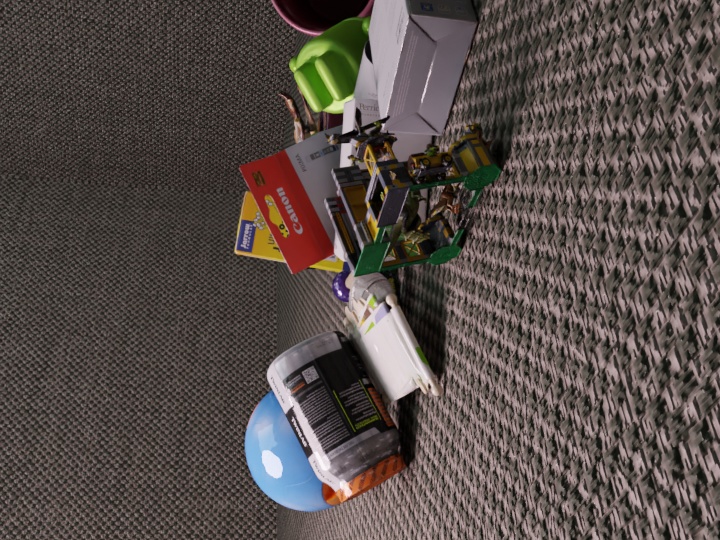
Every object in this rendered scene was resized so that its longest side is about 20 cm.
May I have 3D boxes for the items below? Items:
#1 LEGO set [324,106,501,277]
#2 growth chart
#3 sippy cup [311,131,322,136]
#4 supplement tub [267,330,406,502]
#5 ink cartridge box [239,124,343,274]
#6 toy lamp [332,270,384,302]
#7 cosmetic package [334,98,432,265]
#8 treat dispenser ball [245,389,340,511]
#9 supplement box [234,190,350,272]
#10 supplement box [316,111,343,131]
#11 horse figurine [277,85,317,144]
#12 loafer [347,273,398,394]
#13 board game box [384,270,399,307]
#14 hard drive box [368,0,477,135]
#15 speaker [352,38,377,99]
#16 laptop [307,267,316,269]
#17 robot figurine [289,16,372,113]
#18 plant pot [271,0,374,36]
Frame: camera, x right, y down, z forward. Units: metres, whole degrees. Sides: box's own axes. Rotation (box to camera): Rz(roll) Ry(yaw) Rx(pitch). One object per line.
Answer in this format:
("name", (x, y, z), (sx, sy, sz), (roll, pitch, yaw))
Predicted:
("LEGO set", (0.041, -0.090, 0.793), (0.200, 0.154, 0.116), (96, 155, -60))
("growth chart", (0.030, 0.095, 0.970), (0.145, 0.018, 0.200), (66, 160, 6))
("sippy cup", (-0.052, -0.128, 1.270), (0.178, 0.140, 0.130), (-53, 28, 29))
("supplement tub", (-0.029, 0.191, 1.042), (0.200, 0.122, 0.123), (60, 159, 18))
("ink cartridge box", (-0.049, -0.102, 1.076), (0.047, 0.200, 0.160), (-24, 93, 43))
("toy lamp", (0.000, 0.000, 1.160), (0.200, 0.058, 0.058), (135, 137, -72))
("cosmetic package", (0.028, -0.112, 1.012), (0.085, 0.107, 0.200), (-139, 51, -77))
("treat dispenser ball", (-0.075, 0.261, 1.209), (0.201, 0.201, 0.201), (-177, 90, -80))
("supplement box", (-0.113, -0.066, 1.393), (0.109, 0.200, 0.110), (-175, 95, -80))
("supplement box", (-0.034, -0.235, 1.458), (0.200, 0.086, 0.111), (112, 157, -63))
("horse figurine", (-0.095, -0.233, 1.381), (0.133, 0.050, 0.200), (78, 174, -49))
("loafer", (0.021, 0.097, 1.091), (0.070, 0.070, 0.200), (39, 142, 46))
("board game box", (0.027, 0.079, 1.205), (0.200, 0.023, 0.105), (103, 164, -46))
("hard drive box", (0.065, -0.284, 0.932), (0.156, 0.077, 0.200), (105, 164, -49))
("speaker", (0.027, -0.233, 1.127), (0.200, 0.081, 0.081), (106, 163, -55))
("laptop", (-0.104, -0.104, 1.551), (0.177, 0.103, 0.200), (1, -89, -65))
("robot figurine", (-0.021, -0.313, 1.208), (0.116, 0.175, 0.200), (58, -140, -15))
("plant pot", (-0.052, -0.511, 1.409), (0.179, 0.200, 0.200), (-59, -26, -77))
